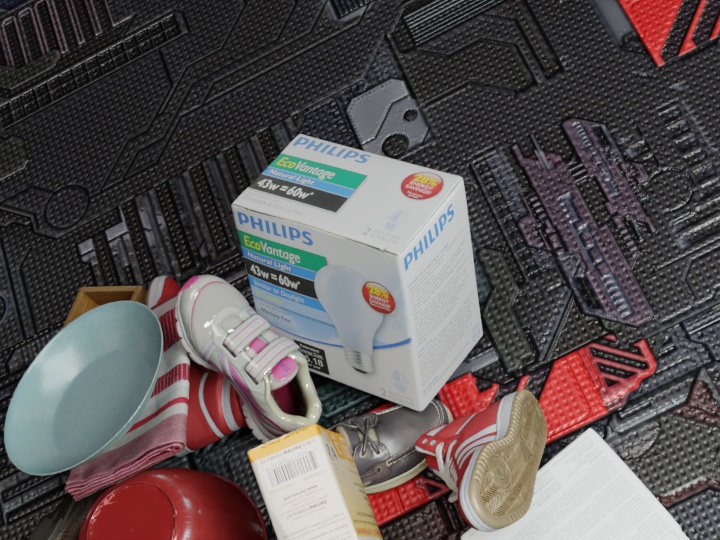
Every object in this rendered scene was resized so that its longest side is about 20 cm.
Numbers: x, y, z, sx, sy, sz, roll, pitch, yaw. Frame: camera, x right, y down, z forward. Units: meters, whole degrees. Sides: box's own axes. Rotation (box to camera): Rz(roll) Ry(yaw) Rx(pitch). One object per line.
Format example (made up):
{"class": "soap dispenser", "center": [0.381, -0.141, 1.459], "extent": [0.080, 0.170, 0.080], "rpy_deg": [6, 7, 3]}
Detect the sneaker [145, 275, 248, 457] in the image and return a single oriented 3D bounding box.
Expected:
{"class": "sneaker", "center": [-0.159, 0.086, 1.676], "extent": [0.111, 0.071, 0.202], "rpy_deg": [-19, 63, 15]}

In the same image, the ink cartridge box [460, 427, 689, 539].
{"class": "ink cartridge box", "center": [0.208, 0.264, 1.439], "extent": [0.162, 0.057, 0.200], "rpy_deg": [-39, 59, -3]}

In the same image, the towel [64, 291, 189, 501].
{"class": "towel", "center": [-0.229, 0.120, 1.605], "extent": [0.143, 0.023, 0.201], "rpy_deg": [-26, 42, 22]}

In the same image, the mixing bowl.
{"class": "mixing bowl", "center": [-0.199, 0.270, 1.562], "extent": [0.198, 0.109, 0.202], "rpy_deg": [-9, 59, 16]}

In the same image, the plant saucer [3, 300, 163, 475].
{"class": "plant saucer", "center": [-0.264, 0.123, 1.585], "extent": [0.200, 0.039, 0.202], "rpy_deg": [-25, 41, 23]}

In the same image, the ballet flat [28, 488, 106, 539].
{"class": "ballet flat", "center": [-0.269, 0.226, 1.659], "extent": [0.067, 0.046, 0.201], "rpy_deg": [-2, 49, 57]}

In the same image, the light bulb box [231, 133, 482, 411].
{"class": "light bulb box", "center": [0.000, 0.000, 1.567], "extent": [0.197, 0.201, 0.125], "rpy_deg": [17, 47, 29]}

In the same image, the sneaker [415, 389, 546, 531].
{"class": "sneaker", "center": [0.097, 0.186, 1.458], "extent": [0.112, 0.072, 0.200], "rpy_deg": [-26, 12, 27]}

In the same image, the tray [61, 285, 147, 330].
{"class": "tray", "center": [-0.295, 0.112, 1.720], "extent": [0.098, 0.037, 0.201], "rpy_deg": [-2, 56, 40]}

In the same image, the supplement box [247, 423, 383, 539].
{"class": "supplement box", "center": [-0.023, 0.248, 1.456], "extent": [0.073, 0.126, 0.202], "rpy_deg": [-23, 76, 7]}

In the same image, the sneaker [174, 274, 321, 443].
{"class": "sneaker", "center": [-0.100, 0.084, 1.573], "extent": [0.081, 0.201, 0.088], "rpy_deg": [-48, 21, -29]}

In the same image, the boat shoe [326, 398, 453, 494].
{"class": "boat shoe", "center": [-0.005, 0.177, 1.563], "extent": [0.198, 0.065, 0.072], "rpy_deg": [-24, 53, 6]}
